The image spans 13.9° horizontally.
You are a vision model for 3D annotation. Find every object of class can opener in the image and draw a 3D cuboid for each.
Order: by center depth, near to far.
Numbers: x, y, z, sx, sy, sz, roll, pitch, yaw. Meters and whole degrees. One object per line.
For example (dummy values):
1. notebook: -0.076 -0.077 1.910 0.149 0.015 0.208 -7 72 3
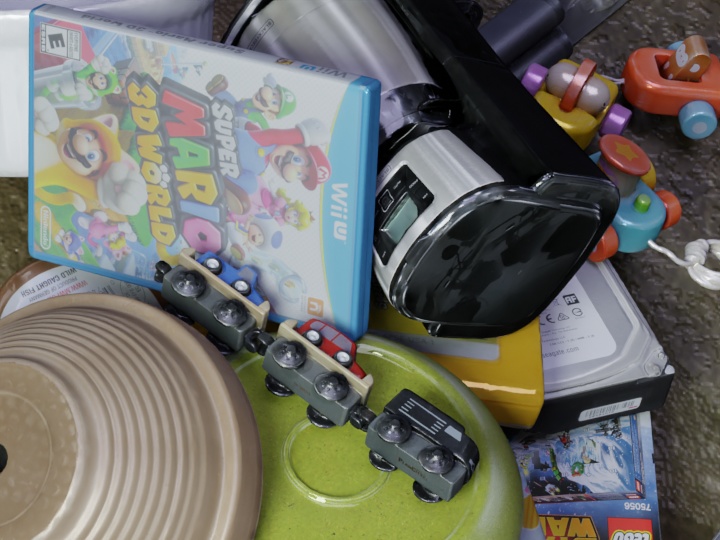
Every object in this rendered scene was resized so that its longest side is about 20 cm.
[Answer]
1. can opener: 0.096 -0.150 1.817 0.200 0.053 0.067 -38 43 -25

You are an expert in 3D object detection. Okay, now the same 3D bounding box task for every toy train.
1. toy train: -0.022 0.048 1.496 0.200 0.034 0.046 35 51 18
2. toy train: 0.173 -0.082 1.746 0.150 0.056 0.200 9 43 -11

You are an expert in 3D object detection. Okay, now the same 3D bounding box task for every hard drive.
1. hard drive: 0.076 0.009 1.694 0.140 0.038 0.200 -11 50 -21

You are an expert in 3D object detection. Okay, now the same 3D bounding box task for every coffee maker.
1. coffee maker: 0.047 -0.074 1.602 0.192 0.135 0.200 -18 56 -31

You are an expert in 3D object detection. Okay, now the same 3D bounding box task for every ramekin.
1. ramekin: -0.177 -0.121 1.662 0.200 0.200 0.098 -6 108 -13

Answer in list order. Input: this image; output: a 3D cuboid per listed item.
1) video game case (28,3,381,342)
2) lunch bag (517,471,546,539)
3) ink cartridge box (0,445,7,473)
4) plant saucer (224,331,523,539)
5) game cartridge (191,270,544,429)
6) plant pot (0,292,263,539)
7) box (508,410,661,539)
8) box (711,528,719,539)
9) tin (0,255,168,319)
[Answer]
1. video game case: -0.085 -0.051 1.533 0.200 0.143 0.018 14 27 23
2. lunch bag: 0.007 0.214 1.541 0.200 0.127 0.170 -19 87 -24
3. ink cartridge box: -0.217 0.157 1.535 0.200 0.041 0.200 -27 65 18
4. plant saucer: -0.013 0.102 1.495 0.200 0.031 0.200 5 52 -6
5. game cartridge: 0.000 0.000 1.630 0.200 0.032 0.176 9 46 -11
6. plant pot: -0.155 0.101 1.445 0.201 0.093 0.201 -7 72 23
7. box: 0.067 0.112 1.669 0.200 0.040 0.137 3 61 -9
8. box: 0.266 0.194 1.661 0.160 0.044 0.200 36 62 10
9. tin: -0.129 0.078 1.583 0.112 0.042 0.200 -28 72 -17
